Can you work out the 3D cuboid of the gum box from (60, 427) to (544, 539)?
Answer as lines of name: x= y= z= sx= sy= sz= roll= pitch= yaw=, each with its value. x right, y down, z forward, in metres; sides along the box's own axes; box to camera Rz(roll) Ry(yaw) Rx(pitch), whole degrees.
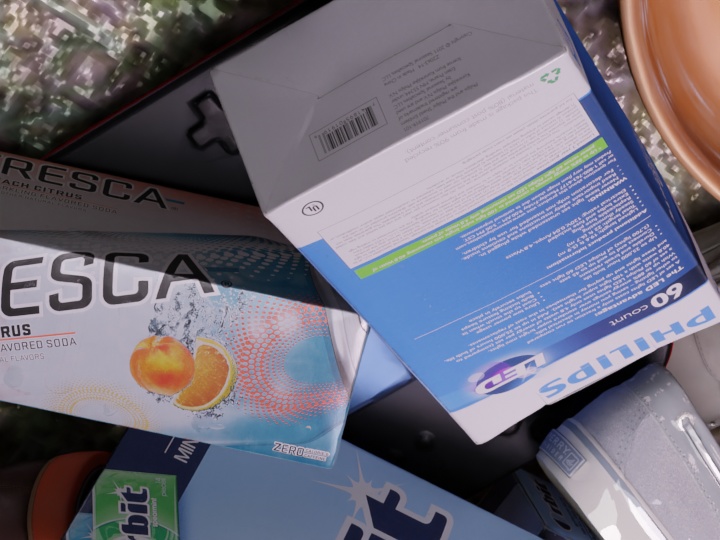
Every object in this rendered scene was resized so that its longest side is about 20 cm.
gum box: x=-0.014 y=0.139 z=0.951 sx=0.199 sy=0.170 sz=0.045 roll=26 pitch=136 yaw=2

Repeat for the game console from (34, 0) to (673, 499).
game console: x=0.000 y=0.000 z=1.009 sx=0.176 sy=0.031 sz=0.200 roll=-32 pitch=113 yaw=7

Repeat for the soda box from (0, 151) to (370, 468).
soda box: x=-0.097 y=0.007 z=0.958 sx=0.199 sy=0.069 sz=0.064 roll=11 pitch=117 yaw=-5

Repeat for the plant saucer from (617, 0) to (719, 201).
plant saucer: x=0.185 y=-0.107 z=0.993 sx=0.199 sy=0.037 sz=0.202 roll=-2 pitch=103 yaw=-9

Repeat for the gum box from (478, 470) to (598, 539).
gum box: x=0.090 y=0.189 z=1.137 sx=0.199 sy=0.045 sz=0.170 roll=28 pitch=108 yaw=-31

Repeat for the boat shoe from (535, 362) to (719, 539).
boat shoe: x=0.146 y=0.112 z=1.039 sx=0.071 sy=0.070 sz=0.201 roll=-41 pitch=120 yaw=1

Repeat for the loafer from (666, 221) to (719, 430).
loafer: x=0.151 y=0.016 z=1.057 sx=0.200 sy=0.070 sz=0.070 roll=-38 pitch=121 yaw=7

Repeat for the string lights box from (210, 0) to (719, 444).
string lights box: x=0.041 y=-0.021 z=0.899 sx=0.102 sy=0.059 sz=0.200 roll=-27 pitch=150 yaw=8

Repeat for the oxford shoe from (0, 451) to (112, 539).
oxford shoe: x=-0.093 y=0.138 z=1.073 sx=0.072 sy=0.071 sz=0.201 roll=-3 pitch=135 yaw=27
